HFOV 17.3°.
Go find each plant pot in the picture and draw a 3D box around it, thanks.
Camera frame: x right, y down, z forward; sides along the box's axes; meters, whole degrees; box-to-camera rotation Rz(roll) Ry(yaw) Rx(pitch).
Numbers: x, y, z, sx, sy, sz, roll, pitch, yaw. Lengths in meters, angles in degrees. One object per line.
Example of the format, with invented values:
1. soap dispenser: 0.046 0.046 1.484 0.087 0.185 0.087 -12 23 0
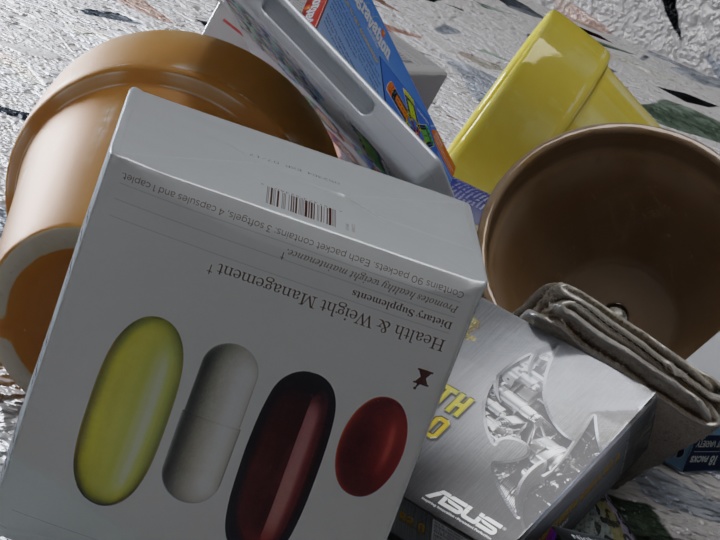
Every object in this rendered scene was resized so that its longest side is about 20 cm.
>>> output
1. plant pot: 0.174 0.010 1.573 0.200 0.202 0.093 24 -25 14
2. plant pot: -0.125 -0.010 1.353 0.199 0.201 0.184 21 31 3
3. plant pot: 0.178 -0.086 2.001 0.188 0.201 0.201 35 15 -2

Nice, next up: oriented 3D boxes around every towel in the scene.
1. towel: 0.136 0.075 1.446 0.132 0.035 0.200 34 -22 -1

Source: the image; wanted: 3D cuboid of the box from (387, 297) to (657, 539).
1. box: 0.043 0.084 1.343 0.199 0.049 0.158 29 49 26

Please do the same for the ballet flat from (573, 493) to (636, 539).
1. ballet flat: 0.084 0.109 1.403 0.199 0.073 0.072 24 15 11

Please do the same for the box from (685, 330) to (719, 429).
1. box: 0.309 0.120 1.429 0.200 0.106 0.152 52 -2 -32

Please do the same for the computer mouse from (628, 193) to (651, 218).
1. computer mouse: 0.240 -0.033 1.716 0.199 0.044 0.109 16 -5 -31

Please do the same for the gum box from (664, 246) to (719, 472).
1. gum box: 0.294 0.042 1.663 0.044 0.201 0.169 33 19 38

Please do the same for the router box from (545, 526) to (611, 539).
1. router box: 0.201 0.207 1.249 0.199 0.051 0.149 17 14 -22

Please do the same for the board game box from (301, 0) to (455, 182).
1. board game box: 0.009 -0.103 1.583 0.019 0.201 0.103 -4 45 28

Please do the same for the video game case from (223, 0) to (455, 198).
1. video game case: -0.012 -0.096 1.375 0.182 0.024 0.200 47 -3 13

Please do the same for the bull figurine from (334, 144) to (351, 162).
1. bull figurine: 0.000 0.000 1.540 0.065 0.201 0.122 -14 40 -6

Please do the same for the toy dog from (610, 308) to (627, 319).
1. toy dog: 0.257 0.059 1.760 0.198 0.097 0.132 -17 8 -3

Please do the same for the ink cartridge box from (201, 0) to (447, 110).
1. ink cartridge box: -0.038 -0.143 1.658 0.116 0.068 0.200 38 19 21

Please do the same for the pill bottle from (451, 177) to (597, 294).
1. pill bottle: 0.075 -0.002 1.695 0.199 0.113 0.112 26 16 20

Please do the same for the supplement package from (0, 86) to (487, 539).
1. supplement package: -0.061 0.046 1.183 0.190 0.201 0.147 18 16 -6
